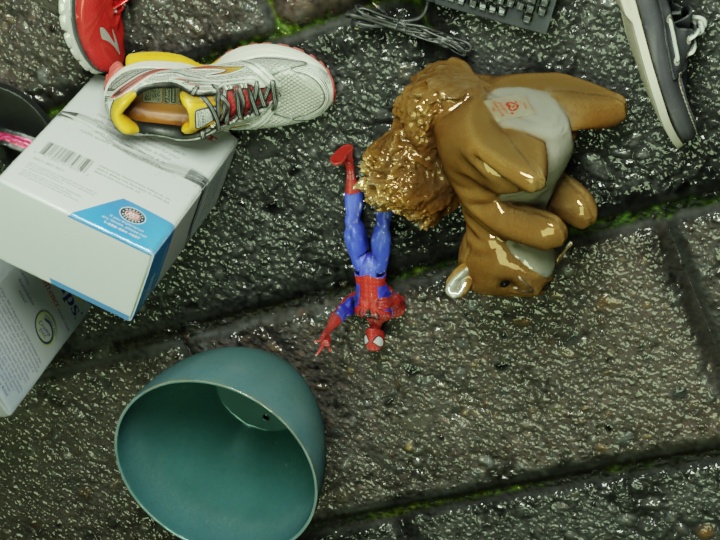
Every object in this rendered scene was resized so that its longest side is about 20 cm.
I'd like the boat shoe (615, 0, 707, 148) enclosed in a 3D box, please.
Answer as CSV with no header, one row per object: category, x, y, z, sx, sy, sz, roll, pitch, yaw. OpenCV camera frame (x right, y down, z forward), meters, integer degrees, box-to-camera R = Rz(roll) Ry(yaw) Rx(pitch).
boat shoe,0.240,-0.183,1.286,0.063,0.073,0.200,-21,123,7

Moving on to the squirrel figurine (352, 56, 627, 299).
squirrel figurine,0.101,-0.070,1.389,0.200,0.142,0.187,25,137,19

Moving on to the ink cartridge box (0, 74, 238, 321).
ink cartridge box,-0.213,-0.068,1.440,0.145,0.200,0.084,25,128,3

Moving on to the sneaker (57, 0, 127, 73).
sneaker,-0.208,-0.254,1.402,0.085,0.077,0.200,7,124,7

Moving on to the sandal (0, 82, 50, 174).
sandal,-0.303,-0.097,1.548,0.075,0.045,0.200,-35,105,33

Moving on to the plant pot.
plant pot,-0.115,0.150,1.581,0.200,0.135,0.200,9,123,15

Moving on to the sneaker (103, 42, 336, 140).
sneaker,-0.120,-0.142,1.419,0.200,0.082,0.078,-5,122,1

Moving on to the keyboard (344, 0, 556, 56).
keyboard,0.056,-0.226,1.335,0.200,0.021,0.127,17,137,4

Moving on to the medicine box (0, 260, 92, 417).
medicine box,-0.381,0.052,1.574,0.182,0.200,0.103,-10,119,24

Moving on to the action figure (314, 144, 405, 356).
action figure,0.000,0.000,1.474,0.065,0.099,0.200,6,125,17
